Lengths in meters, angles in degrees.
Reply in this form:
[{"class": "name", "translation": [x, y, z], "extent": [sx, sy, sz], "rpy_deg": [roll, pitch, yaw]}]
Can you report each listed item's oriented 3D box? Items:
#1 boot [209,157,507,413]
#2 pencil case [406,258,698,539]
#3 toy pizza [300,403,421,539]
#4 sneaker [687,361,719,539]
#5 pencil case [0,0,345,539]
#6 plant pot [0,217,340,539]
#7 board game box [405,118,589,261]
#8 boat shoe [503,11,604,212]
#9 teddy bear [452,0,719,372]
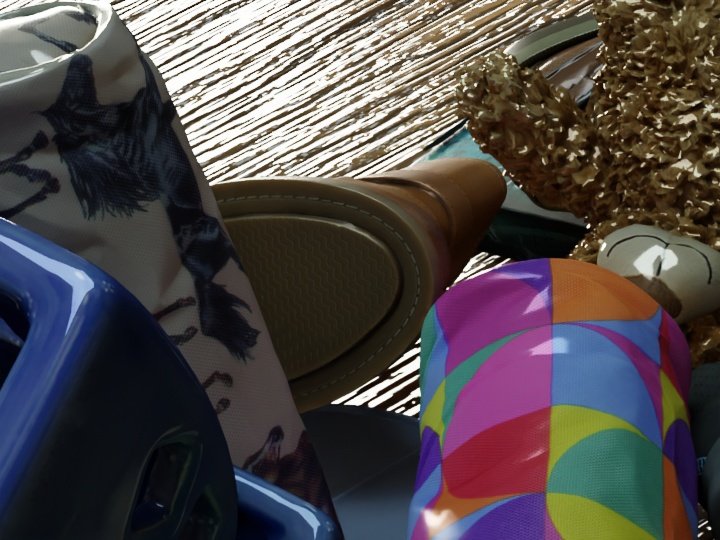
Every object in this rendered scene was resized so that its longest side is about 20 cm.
[{"class": "boot", "translation": [0.000, 0.000, 0.919], "extent": [0.155, 0.077, 0.200], "rpy_deg": [-21, -6, -40]}, {"class": "pencil case", "translation": [0.046, 0.084, 0.743], "extent": [0.088, 0.089, 0.200], "rpy_deg": [-12, 35, 17]}, {"class": "toy pizza", "translation": [-0.047, 0.107, 0.848], "extent": [0.200, 0.032, 0.200], "rpy_deg": [-15, 28, 8]}, {"class": "sneaker", "translation": [0.182, 0.017, 0.804], "extent": [0.199, 0.073, 0.082], "rpy_deg": [-21, 27, -1]}, {"class": "pencil case", "translation": [-0.071, 0.019, 0.771], "extent": [0.089, 0.200, 0.078], "rpy_deg": [-7, 26, 35]}, {"class": "plant pot", "translation": [-0.134, 0.086, 0.649], "extent": [0.200, 0.180, 0.200], "rpy_deg": [21, 79, 31]}, {"class": "board game box", "translation": [0.122, -0.041, 1.007], "extent": [0.135, 0.028, 0.200], "rpy_deg": [-36, 31, -27]}, {"class": "boat shoe", "translation": [0.142, -0.072, 0.954], "extent": [0.200, 0.072, 0.068], "rpy_deg": [-27, 31, 6]}, {"class": "teddy bear", "translation": [0.107, -0.050, 0.872], "extent": [0.200, 0.145, 0.067], "rpy_deg": [-59, 3, -12]}]
